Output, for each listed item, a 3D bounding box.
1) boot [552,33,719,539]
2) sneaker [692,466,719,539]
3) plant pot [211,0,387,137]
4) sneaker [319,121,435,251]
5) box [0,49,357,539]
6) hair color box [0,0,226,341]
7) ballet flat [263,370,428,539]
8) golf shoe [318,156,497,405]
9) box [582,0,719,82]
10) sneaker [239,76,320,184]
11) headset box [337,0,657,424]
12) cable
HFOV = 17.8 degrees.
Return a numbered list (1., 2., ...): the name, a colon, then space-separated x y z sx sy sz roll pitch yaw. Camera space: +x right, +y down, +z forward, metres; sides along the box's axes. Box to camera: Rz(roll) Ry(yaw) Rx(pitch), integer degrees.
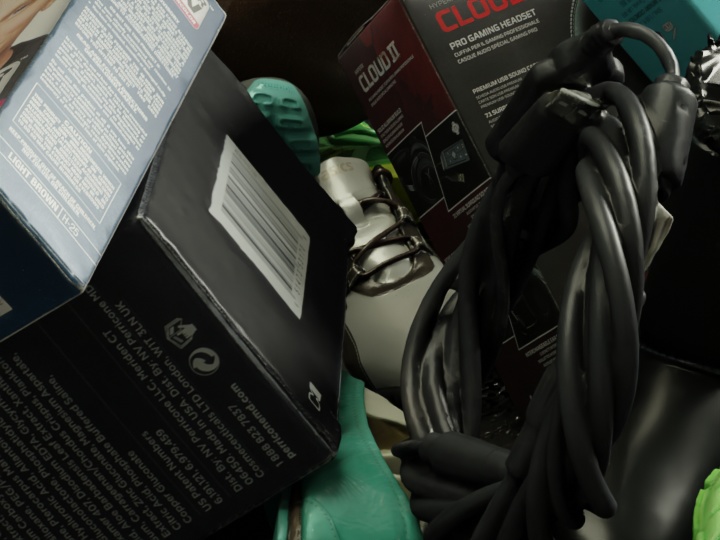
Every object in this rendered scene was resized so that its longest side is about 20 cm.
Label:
1. boot: 0.117 0.018 0.789 0.073 0.163 0.198 19 29 17
2. sneaker: 0.160 0.082 0.724 0.084 0.077 0.200 -8 21 31
3. plant pot: -0.079 -0.155 1.098 0.200 0.201 0.198 3 -5 41
4. sneaker: 0.001 -0.047 1.169 0.200 0.074 0.084 -2 49 33
5. box: -0.115 0.035 0.887 0.200 0.117 0.197 -34 19 15
6. hair color box: -0.122 -0.045 0.808 0.100 0.061 0.200 -29 22 26
7. ballet flat: -0.004 0.083 0.880 0.070 0.068 0.200 8 18 -7
8. golf shoe: 0.000 0.000 1.040 0.078 0.095 0.200 -23 23 -26
9. box: 0.183 -0.067 0.917 0.082 0.200 0.049 -43 3 -31
10. sneaker: -0.071 -0.037 1.042 0.077 0.200 0.091 12 55 -17
11. headset box: 0.096 -0.056 0.950 0.149 0.200 0.077 -23 -6 -25
12. cable: 0.059 0.024 0.756 0.051 0.200 0.164 11 59 -15
